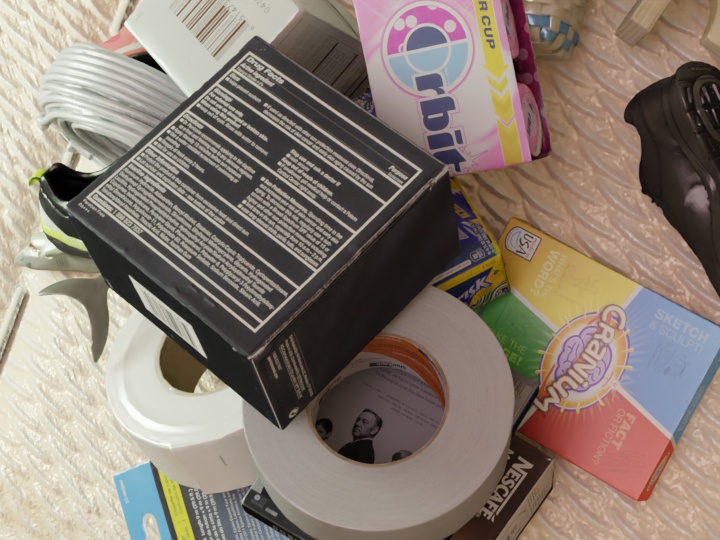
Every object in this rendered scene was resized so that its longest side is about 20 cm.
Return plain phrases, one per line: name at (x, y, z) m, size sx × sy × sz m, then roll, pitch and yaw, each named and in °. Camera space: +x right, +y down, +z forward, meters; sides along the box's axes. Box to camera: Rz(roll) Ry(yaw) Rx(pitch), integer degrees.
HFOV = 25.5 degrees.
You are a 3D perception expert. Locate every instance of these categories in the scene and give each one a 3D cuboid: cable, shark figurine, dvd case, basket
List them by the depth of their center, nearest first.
dvd case at (0.024, 0.136, 1.222) m, size 0.150 × 0.025 × 0.200 m, roll 28°, pitch 69°, yaw 18°
basket at (0.109, -0.273, 1.278) m, size 0.176 × 0.139 × 0.200 m, roll 7°, pitch 96°, yaw 22°
cable at (-0.179, -0.119, 1.354) m, size 0.200 × 0.200 × 0.069 m, roll 29°, pitch 79°, yaw -7°
shark figurine at (-0.224, 0.004, 1.411) m, size 0.128 × 0.214 × 0.090 m, roll -30°, pitch 114°, yaw -12°

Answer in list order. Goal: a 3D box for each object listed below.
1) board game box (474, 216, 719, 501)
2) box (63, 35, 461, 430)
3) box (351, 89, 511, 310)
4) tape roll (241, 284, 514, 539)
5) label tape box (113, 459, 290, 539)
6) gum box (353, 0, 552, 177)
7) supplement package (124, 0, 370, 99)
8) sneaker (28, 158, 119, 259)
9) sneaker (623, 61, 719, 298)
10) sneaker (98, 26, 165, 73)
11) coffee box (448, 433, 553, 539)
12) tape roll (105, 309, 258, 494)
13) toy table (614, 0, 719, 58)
board game box at (0.175, 0.069, 1.270) m, size 0.200 × 0.040 × 0.153 m, roll 29°, pitch 96°, yaw 22°
box at (-0.066, -0.029, 1.155) m, size 0.200 × 0.123 × 0.198 m, roll 37°, pitch 72°, yaw 27°
box at (0.045, -0.057, 1.289) m, size 0.070 × 0.064 × 0.200 m, roll -27°, pitch 59°, yaw -2°
tape roll at (0.014, 0.107, 1.184) m, size 0.200 × 0.066 × 0.200 m, roll -1°, pitch 64°, yaw 2°
label tape box at (-0.097, 0.208, 1.355) m, size 0.200 × 0.066 × 0.143 m, roll -24°, pitch 76°, yaw 20°
gum box at (0.065, -0.172, 1.201) m, size 0.113 × 0.066 × 0.200 m, roll -9°, pitch 97°, yaw 23°
supplement package at (-0.076, -0.185, 1.313) m, size 0.117 × 0.200 × 0.117 m, roll -47°, pitch 69°, yaw 12°
sneaker at (-0.189, -0.049, 1.317) m, size 0.200 × 0.072 × 0.083 m, roll 6°, pitch 129°, yaw 20°
sneaker at (0.267, -0.059, 1.235) m, size 0.091 × 0.076 × 0.200 m, roll -16°, pitch 91°, yaw 54°
sneaker at (-0.169, -0.224, 1.438) m, size 0.200 × 0.074 × 0.087 m, roll -24°, pitch 62°, yaw 15°
coffee box at (0.051, 0.207, 1.243) m, size 0.113 × 0.080 × 0.200 m, roll 33°, pitch 71°, yaw 20°
tape roll at (-0.108, 0.081, 1.318) m, size 0.202 × 0.071 × 0.202 m, roll -14°, pitch 47°, yaw 15°
toy table at (0.256, -0.241, 1.196) m, size 0.200 × 0.184 × 0.117 m, roll 32°, pitch 79°, yaw 9°
